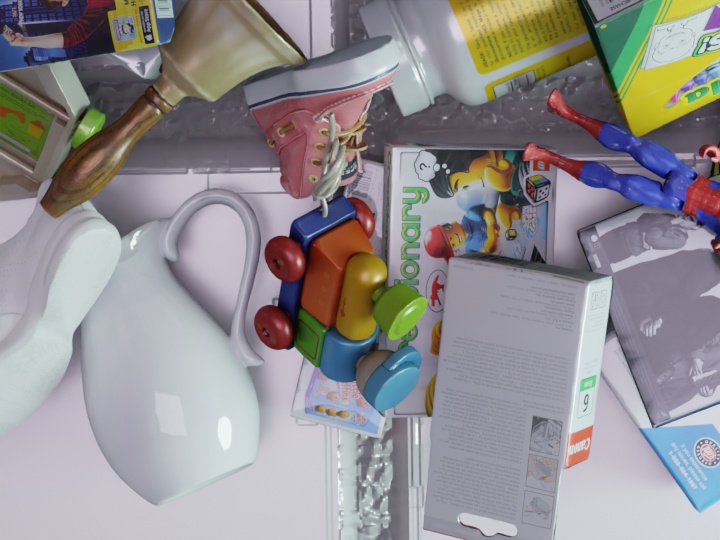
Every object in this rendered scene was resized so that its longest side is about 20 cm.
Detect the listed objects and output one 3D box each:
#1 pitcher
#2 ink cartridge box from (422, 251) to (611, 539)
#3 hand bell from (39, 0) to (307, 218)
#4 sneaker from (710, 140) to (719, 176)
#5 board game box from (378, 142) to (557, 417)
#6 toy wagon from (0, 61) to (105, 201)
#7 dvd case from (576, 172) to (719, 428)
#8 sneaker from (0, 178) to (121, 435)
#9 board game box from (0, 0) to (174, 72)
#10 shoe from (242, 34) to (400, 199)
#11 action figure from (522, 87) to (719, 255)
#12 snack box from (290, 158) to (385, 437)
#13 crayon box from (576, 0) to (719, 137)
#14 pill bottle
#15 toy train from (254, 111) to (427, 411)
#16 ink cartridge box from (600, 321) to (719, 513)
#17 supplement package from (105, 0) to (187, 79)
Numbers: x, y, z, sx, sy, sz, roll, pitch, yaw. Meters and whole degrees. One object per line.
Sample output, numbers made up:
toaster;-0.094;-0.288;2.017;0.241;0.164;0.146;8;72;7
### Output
pitcher;-0.129;0.054;1.432;0.171;0.121;0.201;-24;84;8
ink cartridge box;0.110;0.094;1.395;0.108;0.050;0.201;11;100;27
hand bell;-0.141;-0.110;1.327;0.200;0.104;0.104;-44;92;6
sneaker;0.306;-0.130;1.420;0.071;0.083;0.201;10;95;0
board game box;0.078;0.008;1.446;0.125;0.035;0.201;0;98;-10
toy wagon;-0.256;-0.132;1.402;0.155;0.040;0.200;31;135;-1
dvd case;0.271;0.005;1.375;0.199;0.025;0.151;-22;82;7
sneaker;-0.245;0.028;1.391;0.088;0.075;0.200;44;106;35
board game box;-0.227;-0.232;1.280;0.199;0.062;0.201;-6;96;18
shoe;-0.017;-0.106;1.383;0.071;0.200;0.091;-25;99;-24
action figure;0.209;-0.062;1.334;0.199;0.099;0.066;25;91;9
snack box;0.005;0.020;1.470;0.071;0.024;0.201;14;95;-1
crayon box;0.252;-0.188;1.323;0.199;0.173;0.059;-25;63;6
pill bottle;0.105;-0.188;1.406;0.199;0.112;0.113;-23;94;3
toy train;0.000;0.000;1.354;0.084;0.201;0.116;-30;58;-34
ink cartridge box;0.284;0.057;1.434;0.200;0.084;0.145;-35;90;5
supplement package;-0.161;-0.260;1.408;0.155;0.111;0.201;31;96;-1
